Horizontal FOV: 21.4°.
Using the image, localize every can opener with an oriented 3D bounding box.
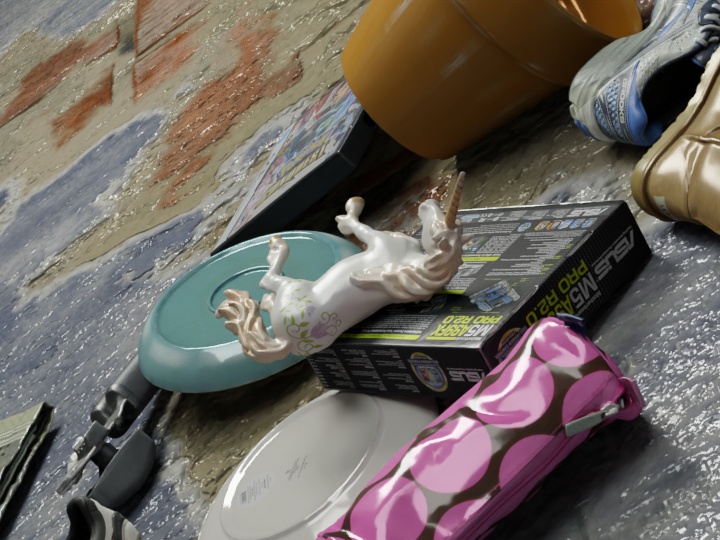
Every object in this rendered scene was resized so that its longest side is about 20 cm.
[{"bbox_3d":[-0.173,0.115,1.491,0.053,0.067,0.200,-48,4,39],"label":"can opener"}]

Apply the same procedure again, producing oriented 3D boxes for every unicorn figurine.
[{"bbox_3d":[0.000,0.000,1.278,0.200,0.074,0.138,-44,28,7],"label":"unicorn figurine"}]

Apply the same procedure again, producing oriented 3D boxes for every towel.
[{"bbox_3d":[-0.354,0.207,1.604,0.199,0.035,0.193,-25,25,33],"label":"towel"}]

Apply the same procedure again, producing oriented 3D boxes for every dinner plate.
[{"bbox_3d":[-0.035,0.137,1.280,0.199,0.024,0.201,-32,24,17],"label":"dinner plate"}]

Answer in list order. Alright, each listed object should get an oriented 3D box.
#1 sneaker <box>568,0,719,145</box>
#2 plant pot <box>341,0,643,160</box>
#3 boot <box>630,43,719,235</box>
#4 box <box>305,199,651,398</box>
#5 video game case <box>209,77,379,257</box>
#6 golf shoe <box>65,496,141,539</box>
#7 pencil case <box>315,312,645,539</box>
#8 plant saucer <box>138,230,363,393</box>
[{"bbox_3d":[0.244,-0.161,1.362,0.200,0.077,0.085,-49,35,-4],"label":"sneaker"},{"bbox_3d":[0.088,-0.192,1.498,0.183,0.200,0.201,-44,20,27],"label":"plant pot"},{"bbox_3d":[0.274,-0.079,1.176,0.176,0.066,0.200,-54,25,-4],"label":"boot"},{"bbox_3d":[0.074,0.019,1.279,0.160,0.044,0.199,-44,23,-29],"label":"box"},{"bbox_3d":[-0.036,-0.106,1.638,0.200,0.025,0.181,-36,19,45],"label":"video game case"},{"bbox_3d":[-0.211,0.243,1.259,0.072,0.092,0.201,-11,37,43],"label":"golf shoe"},{"bbox_3d":[0.070,0.117,1.093,0.200,0.091,0.094,-45,38,-7],"label":"pencil case"},{"bbox_3d":[-0.085,0.024,1.481,0.199,0.028,0.201,-17,28,10],"label":"plant saucer"}]
